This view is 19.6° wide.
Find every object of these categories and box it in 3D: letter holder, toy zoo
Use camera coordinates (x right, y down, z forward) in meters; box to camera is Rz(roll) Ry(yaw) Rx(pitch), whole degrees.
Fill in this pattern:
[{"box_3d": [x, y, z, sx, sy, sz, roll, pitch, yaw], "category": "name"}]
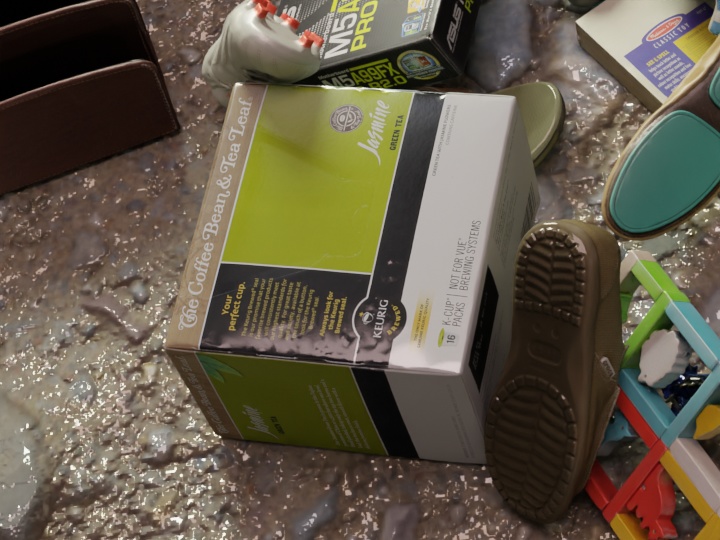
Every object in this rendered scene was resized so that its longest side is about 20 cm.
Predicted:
[{"box_3d": [-0.251, -0.146, 1.506, 0.198, 0.143, 0.101, -20, 54, -2], "category": "letter holder"}, {"box_3d": [0.187, 0.103, 1.259, 0.132, 0.020, 0.201, -56, 49, 28], "category": "toy zoo"}]

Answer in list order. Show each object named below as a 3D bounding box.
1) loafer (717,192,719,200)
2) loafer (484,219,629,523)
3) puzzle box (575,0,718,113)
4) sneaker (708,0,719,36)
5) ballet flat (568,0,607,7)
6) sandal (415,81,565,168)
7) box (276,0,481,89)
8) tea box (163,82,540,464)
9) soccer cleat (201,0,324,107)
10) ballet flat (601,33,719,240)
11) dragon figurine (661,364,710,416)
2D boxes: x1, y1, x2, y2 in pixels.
[{"box_3d": [0.309, -0.124, 1.413, 0.200, 0.063, 0.072, -43, 57, -17], "category": "loafer"}, {"box_3d": [0.127, 0.061, 1.268, 0.076, 0.202, 0.067, 28, 32, 35], "category": "loafer"}, {"box_3d": [0.269, -0.185, 1.488, 0.199, 0.026, 0.133, -34, 56, -11], "category": "puzzle box"}, {"box_3d": [0.215, -0.248, 1.470, 0.072, 0.072, 0.201, -42, 67, 12], "category": "sneaker"}, {"box_3d": [0.193, -0.284, 1.542, 0.067, 0.064, 0.201, -12, 44, 54], "category": "ballet flat"}, {"box_3d": [0.045, -0.093, 1.455, 0.199, 0.058, 0.080, -10, 54, 6], "category": "sandal"}, {"box_3d": [0.018, -0.214, 1.517, 0.159, 0.044, 0.201, -10, 51, 35], "category": "box"}, {"box_3d": [0.000, 0.000, 1.345, 0.195, 0.134, 0.202, 6, 62, 16], "category": "tea box"}, {"box_3d": [-0.071, -0.142, 1.417, 0.069, 0.200, 0.078, 33, 95, -10], "category": "soccer cleat"}, {"box_3d": [0.232, -0.100, 1.394, 0.069, 0.063, 0.200, 41, 88, -4], "category": "ballet flat"}, {"box_3d": [0.254, 0.067, 1.248, 0.098, 0.200, 0.060, 0, 76, -22], "category": "dragon figurine"}]
